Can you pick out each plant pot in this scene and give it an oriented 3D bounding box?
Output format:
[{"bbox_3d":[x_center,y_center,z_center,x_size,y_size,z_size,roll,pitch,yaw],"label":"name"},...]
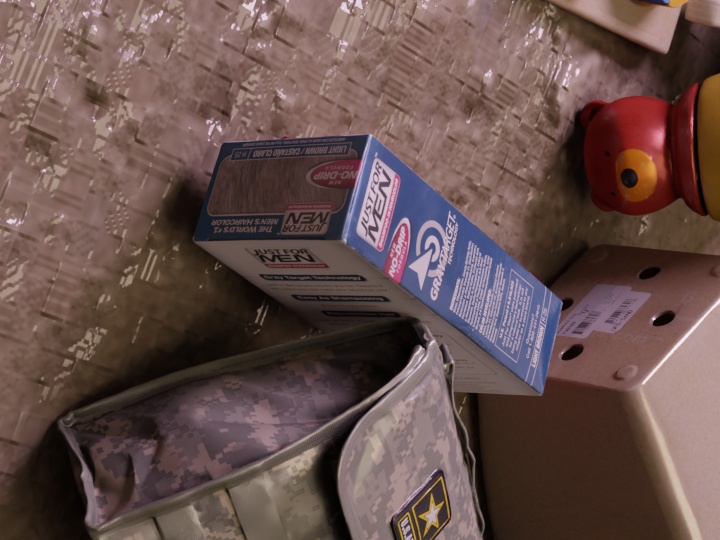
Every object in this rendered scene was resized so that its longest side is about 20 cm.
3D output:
[{"bbox_3d":[0.189,0.096,1.166,0.200,0.199,0.178,-42,120,-29],"label":"plant pot"}]

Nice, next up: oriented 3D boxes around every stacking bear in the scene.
[{"bbox_3d":[0.236,-0.075,1.144,0.114,0.198,0.122,-58,142,-57],"label":"stacking bear"}]

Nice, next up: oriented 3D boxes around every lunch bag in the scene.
[{"bbox_3d":[-0.030,0.128,0.935,0.198,0.118,0.165,-21,124,-8],"label":"lunch bag"}]

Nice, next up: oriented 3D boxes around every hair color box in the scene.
[{"bbox_3d":[0.015,0.001,0.965,0.200,0.099,0.061,37,61,-47],"label":"hair color box"}]

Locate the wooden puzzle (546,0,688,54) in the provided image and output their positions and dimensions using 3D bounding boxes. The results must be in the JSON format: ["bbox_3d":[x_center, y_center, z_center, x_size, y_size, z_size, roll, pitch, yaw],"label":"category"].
[{"bbox_3d":[0.173,-0.242,1.121,0.199,0.046,0.187,14,93,-49],"label":"wooden puzzle"}]

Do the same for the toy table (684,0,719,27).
[{"bbox_3d":[0.311,-0.173,1.232,0.183,0.117,0.202,0,109,-55],"label":"toy table"}]

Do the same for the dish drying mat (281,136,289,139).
[{"bbox_3d":[0.000,0.000,1.044,0.200,0.018,0.077,33,77,-47],"label":"dish drying mat"}]
